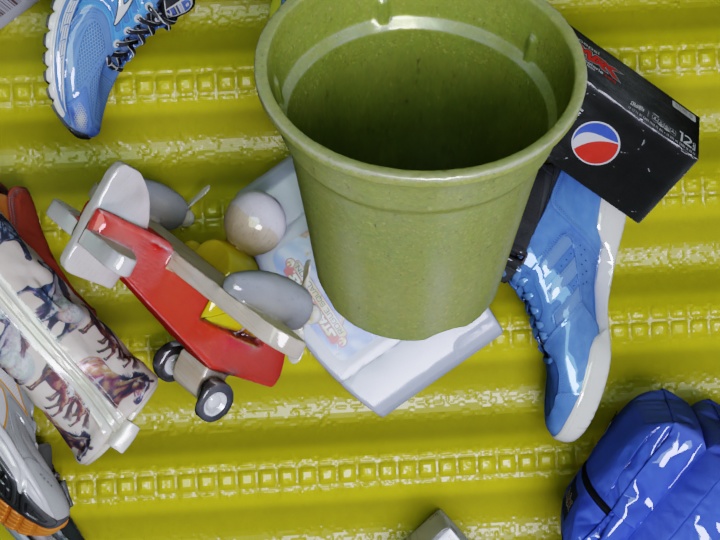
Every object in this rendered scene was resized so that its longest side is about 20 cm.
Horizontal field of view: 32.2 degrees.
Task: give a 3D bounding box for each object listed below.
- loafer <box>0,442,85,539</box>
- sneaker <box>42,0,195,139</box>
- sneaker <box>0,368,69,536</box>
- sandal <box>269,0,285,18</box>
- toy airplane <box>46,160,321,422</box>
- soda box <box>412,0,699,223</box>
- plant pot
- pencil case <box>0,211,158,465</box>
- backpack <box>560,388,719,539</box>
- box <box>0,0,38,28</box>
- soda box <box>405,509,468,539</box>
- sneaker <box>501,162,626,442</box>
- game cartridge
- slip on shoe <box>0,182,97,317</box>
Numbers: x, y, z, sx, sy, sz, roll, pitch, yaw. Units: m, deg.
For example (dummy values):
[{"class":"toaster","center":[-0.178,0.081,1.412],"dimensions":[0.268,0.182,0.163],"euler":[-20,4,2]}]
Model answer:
[{"class":"loafer","center":[-0.258,0.132,0.912],"dimensions":[0.063,0.072,0.200],"euler":[-41,90,-7]},{"class":"sneaker","center":[-0.169,-0.191,0.902],"dimensions":[0.088,0.079,0.203],"euler":[17,90,0]},{"class":"sneaker","center":[-0.250,0.086,0.868],"dimensions":[0.092,0.076,0.201],"euler":[-31,82,-41]},{"class":"sandal","center":[0.021,-0.150,0.906],"dimensions":[0.198,0.087,0.080],"euler":[29,88,-4]},{"class":"toy airplane","center":[-0.113,-0.008,0.849],"dimensions":[0.141,0.199,0.200],"euler":[-44,89,-11]},{"class":"soda box","center":[0.138,-0.124,0.868],"dimensions":[0.199,0.064,0.071],"euler":[34,127,-8]},{"class":"plant pot","center":[0.033,-0.062,0.800],"dimensions":[0.197,0.186,0.203],"euler":[1,48,-1]},{"class":"pencil case","center":[-0.218,0.036,0.830],"dimensions":[0.078,0.089,0.201],"euler":[-40,98,1]},{"class":"backpack","center":[0.220,0.201,0.887],"dimensions":[0.167,0.162,0.202],"euler":[32,103,7]},{"class":"box","center":[-0.319,-0.265,0.881],"dimensions":[0.151,0.106,0.201],"euler":[-36,92,-1]},{"class":"soda box","center":[0.105,0.276,0.925],"dimensions":[0.064,0.068,0.200],"euler":[-42,93,-1]},{"class":"sneaker","center":[0.127,0.018,0.915],"dimensions":[0.109,0.077,0.204],"euler":[10,87,-8]},{"class":"game cartridge","center":[0.000,0.000,0.934],"dimensions":[0.132,0.042,0.201],"euler":[-34,92,-5]},{"class":"slip on shoe","center":[-0.259,-0.031,0.908],"dimensions":[0.061,0.074,0.200],"euler":[-43,87,-4]}]
